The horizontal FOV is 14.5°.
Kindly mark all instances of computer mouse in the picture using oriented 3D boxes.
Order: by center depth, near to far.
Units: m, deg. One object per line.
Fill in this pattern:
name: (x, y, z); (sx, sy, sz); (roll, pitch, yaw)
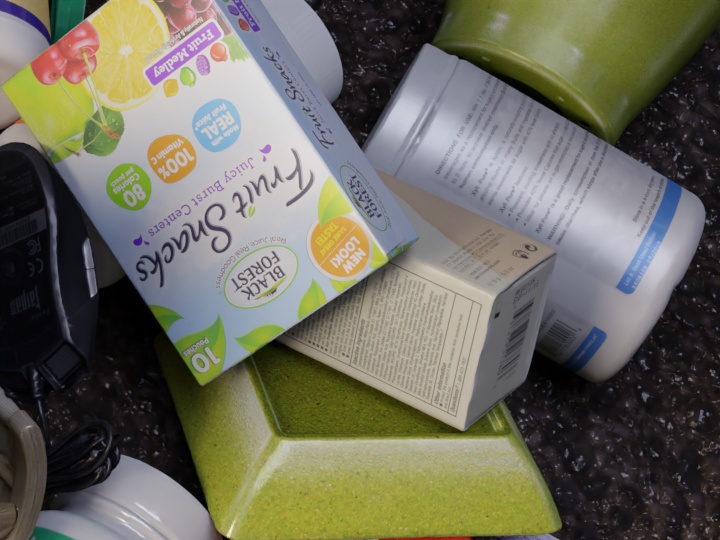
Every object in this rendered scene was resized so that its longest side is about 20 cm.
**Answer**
computer mouse: (-0.189, 0.040, 1.547); (0.046, 0.140, 0.200); (6, 63, -49)

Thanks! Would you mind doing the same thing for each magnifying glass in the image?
magnifying glass: (-0.165, -0.216, 1.671); (0.022, 0.200, 0.080); (5, 32, -9)

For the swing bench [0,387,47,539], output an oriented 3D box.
swing bench: (-0.295, 0.102, 1.473); (0.200, 0.130, 0.199); (-22, 46, -28)

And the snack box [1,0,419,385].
snack box: (-0.082, -0.059, 1.530); (0.200, 0.142, 0.053); (56, 28, 0)

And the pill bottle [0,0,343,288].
pill bottle: (-0.111, -0.085, 1.668); (0.200, 0.110, 0.110); (-39, 82, -29)

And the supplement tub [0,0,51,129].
supplement tub: (-0.257, -0.190, 1.651); (0.145, 0.145, 0.200); (1, 66, -17)

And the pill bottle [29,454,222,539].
pill bottle: (-0.165, 0.202, 1.515); (0.113, 0.113, 0.200); (34, 60, 0)

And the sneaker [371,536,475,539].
sneaker: (-0.002, 0.198, 1.528); (0.200, 0.085, 0.077); (-38, 81, -28)

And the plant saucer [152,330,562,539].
plant saucer: (-0.001, 0.074, 1.607); (0.200, 0.048, 0.200); (0, 32, -17)

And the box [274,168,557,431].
box: (0.000, 0.000, 1.592); (0.200, 0.095, 0.078); (26, 33, 21)

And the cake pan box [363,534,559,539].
cake pan box: (0.030, 0.209, 1.610); (0.200, 0.052, 0.184); (29, 62, -3)

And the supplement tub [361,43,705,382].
supplement tub: (0.093, -0.034, 1.698); (0.200, 0.132, 0.132); (31, 60, -2)

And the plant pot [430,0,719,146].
plant pot: (0.139, -0.180, 1.761); (0.200, 0.200, 0.193); (31, 73, -2)
